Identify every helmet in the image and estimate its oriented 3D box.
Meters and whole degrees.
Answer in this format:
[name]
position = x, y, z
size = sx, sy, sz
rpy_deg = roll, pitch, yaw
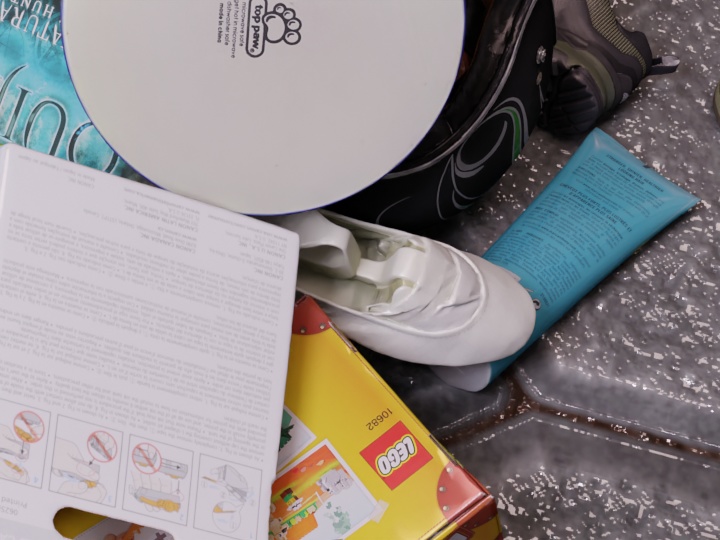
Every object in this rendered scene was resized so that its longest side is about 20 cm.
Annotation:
[helmet]
position = 0.015, -0.118, 1.402
size = 0.200, 0.191, 0.200
rpy_deg = 0, 87, 4

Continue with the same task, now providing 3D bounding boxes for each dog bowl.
[dog bowl]
position = -0.048, -0.131, 1.238
size = 0.200, 0.200, 0.079
rpy_deg = 3, 19, -4

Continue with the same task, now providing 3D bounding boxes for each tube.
[tube]
position = 0.110, -0.009, 1.423
size = 0.077, 0.050, 0.200
rpy_deg = 39, 55, 13

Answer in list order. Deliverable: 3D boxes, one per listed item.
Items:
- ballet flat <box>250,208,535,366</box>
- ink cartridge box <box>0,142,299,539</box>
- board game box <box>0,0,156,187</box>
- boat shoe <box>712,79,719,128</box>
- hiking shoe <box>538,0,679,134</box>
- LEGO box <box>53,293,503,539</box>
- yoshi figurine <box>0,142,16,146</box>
[ballet flat]
position = 0.000, 0.000, 1.312
size = 0.200, 0.069, 0.070
rpy_deg = 17, 53, -5
[ink cartridge box]
position = -0.116, 0.054, 1.180
size = 0.162, 0.057, 0.200
rpy_deg = 17, 67, -26
[board game box]
position = -0.169, -0.085, 1.373
size = 0.200, 0.028, 0.135
rpy_deg = 25, 96, 34
[boat shoe]
position = 0.262, -0.058, 1.458
size = 0.072, 0.068, 0.200
rpy_deg = -16, 58, -19
[hiking shoe]
position = 0.101, -0.171, 1.532
size = 0.101, 0.076, 0.200
rpy_deg = -28, 70, -33
[LEGO box]
position = -0.053, 0.134, 1.247
size = 0.200, 0.077, 0.149
rpy_deg = -37, 65, -11
[yoshi figurine]
position = -0.209, -0.006, 1.243
size = 0.112, 0.113, 0.200
rpy_deg = 2, 13, 24
